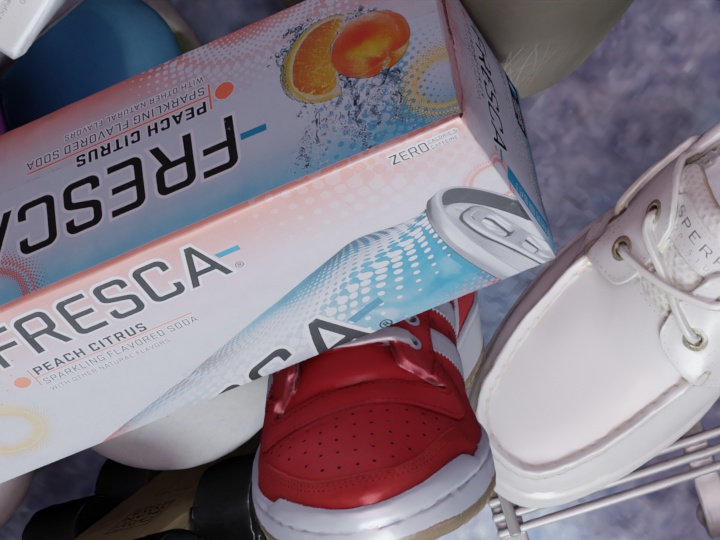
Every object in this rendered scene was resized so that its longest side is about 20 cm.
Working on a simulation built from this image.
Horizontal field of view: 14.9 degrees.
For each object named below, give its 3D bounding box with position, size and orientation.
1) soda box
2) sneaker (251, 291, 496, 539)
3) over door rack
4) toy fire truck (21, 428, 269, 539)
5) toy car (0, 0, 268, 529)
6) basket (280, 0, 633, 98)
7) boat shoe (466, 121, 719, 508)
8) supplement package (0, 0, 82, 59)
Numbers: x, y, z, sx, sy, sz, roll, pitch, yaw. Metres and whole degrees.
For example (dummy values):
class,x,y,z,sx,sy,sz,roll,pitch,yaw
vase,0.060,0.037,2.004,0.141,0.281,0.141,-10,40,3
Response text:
class,x,y,z,sx,sy,sz,roll,pitch,yaw
soda box,-0.053,-0.007,0.744,0.199,0.068,0.064,-22,49,15
sneaker,0.000,0.000,0.795,0.071,0.200,0.113,-6,108,5
over door rack,0.091,-0.006,0.933,0.147,0.067,0.201,-18,79,2
toy fire truck,-0.049,0.166,0.896,0.128,0.176,0.201,-17,100,29
toy car,-0.123,-0.020,0.864,0.199,0.150,0.176,-21,57,2
basket,0.046,-0.142,0.739,0.135,0.200,0.181,-4,62,-17
boat shoe,0.108,-0.007,0.862,0.200,0.069,0.071,-44,79,-3
supplement package,-0.084,-0.174,0.814,0.111,0.200,0.156,33,108,-3
